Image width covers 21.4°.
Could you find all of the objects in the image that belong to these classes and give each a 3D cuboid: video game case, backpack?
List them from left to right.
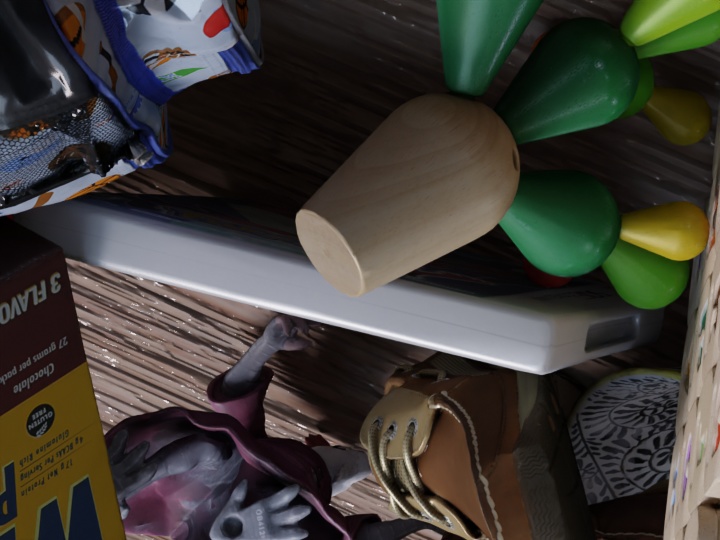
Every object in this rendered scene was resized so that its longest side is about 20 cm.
[{"bbox_3d":[-0.114,-0.107,0.598,0.154,0.201,0.191,-12,172,-6],"label":"backpack"},{"bbox_3d":[0.000,0.000,0.712,0.199,0.023,0.182,13,-175,19],"label":"video game case"}]

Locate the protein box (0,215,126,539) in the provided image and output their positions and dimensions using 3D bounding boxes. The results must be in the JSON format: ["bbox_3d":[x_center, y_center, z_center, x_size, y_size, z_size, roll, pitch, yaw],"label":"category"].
[{"bbox_3d":[-0.204,0.068,0.710,0.200,0.135,0.199,26,136,38],"label":"protein box"}]

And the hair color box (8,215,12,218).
[{"bbox_3d":[-0.265,-0.036,0.873,0.199,0.102,0.061,12,144,20],"label":"hair color box"}]

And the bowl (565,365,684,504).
[{"bbox_3d":[0.179,0.105,0.742,0.201,0.094,0.201,39,147,33],"label":"bowl"}]

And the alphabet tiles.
[{"bbox_3d":[0.112,0.019,0.583,0.015,0.201,0.196,7,166,7],"label":"alphabet tiles"}]

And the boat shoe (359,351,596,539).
[{"bbox_3d":[0.040,0.070,0.705,0.074,0.200,0.076,-15,95,2],"label":"boat shoe"}]

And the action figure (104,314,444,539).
[{"bbox_3d":[-0.043,0.111,0.872,0.134,0.149,0.200,51,-173,10],"label":"action figure"}]

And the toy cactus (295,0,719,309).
[{"bbox_3d":[0.046,-0.056,0.582,0.102,0.165,0.200,35,151,38],"label":"toy cactus"}]

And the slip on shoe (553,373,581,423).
[{"bbox_3d":[0.093,0.126,0.890,0.076,0.061,0.200,8,143,27],"label":"slip on shoe"}]

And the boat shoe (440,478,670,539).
[{"bbox_3d":[0.091,0.124,0.728,0.200,0.070,0.071,-15,103,58],"label":"boat shoe"}]
